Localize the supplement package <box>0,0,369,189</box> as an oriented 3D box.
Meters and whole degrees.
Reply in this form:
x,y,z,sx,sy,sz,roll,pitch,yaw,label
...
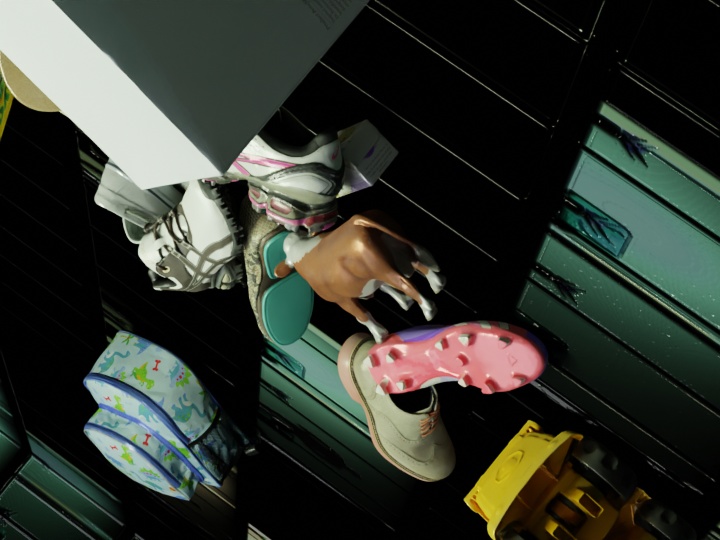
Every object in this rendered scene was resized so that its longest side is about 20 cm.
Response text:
x,y,z,sx,sy,sz,roll,pitch,yaw,label
-0.123,-0.192,1.266,0.191,0.200,0.147,46,159,-19,supplement package

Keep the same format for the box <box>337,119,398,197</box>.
x,y,z,sx,sy,sz,roll,pitch,yaw,label
-0.032,-0.083,1.586,0.039,0.041,0.200,44,161,-13,box

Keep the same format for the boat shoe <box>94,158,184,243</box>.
x,y,z,sx,sy,sz,roll,pitch,yaw,label
-0.204,-0.056,1.858,0.073,0.067,0.200,30,172,31,boat shoe

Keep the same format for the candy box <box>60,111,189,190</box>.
x,y,z,sx,sy,sz,roll,pitch,yaw,label
-0.218,-0.137,1.812,0.199,0.026,0.102,32,165,19,candy box

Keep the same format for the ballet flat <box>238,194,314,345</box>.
x,y,z,sx,sy,sz,roll,pitch,yaw,label
-0.085,-0.009,1.827,0.075,0.068,0.200,52,163,29,ballet flat

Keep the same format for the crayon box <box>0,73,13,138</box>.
x,y,z,sx,sy,sz,roll,pitch,yaw,label
-0.347,-0.186,1.673,0.058,0.201,0.173,9,155,7,crayon box

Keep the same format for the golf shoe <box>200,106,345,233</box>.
x,y,z,sx,sy,sz,roll,pitch,yaw,label
-0.093,-0.109,1.516,0.199,0.073,0.093,25,122,25,golf shoe

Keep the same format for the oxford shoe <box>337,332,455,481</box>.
x,y,z,sx,sy,sz,roll,pitch,yaw,label
0.049,0.146,1.906,0.074,0.071,0.200,12,148,46,oxford shoe

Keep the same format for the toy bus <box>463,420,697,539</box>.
x,y,z,sx,sy,sz,roll,pitch,yaw,label
0.195,0.237,1.784,0.200,0.136,0.192,42,174,-17,toy bus

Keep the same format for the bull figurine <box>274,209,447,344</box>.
x,y,z,sx,sy,sz,roll,pitch,yaw,label
0.000,0.000,1.678,0.121,0.065,0.200,39,162,-10,bull figurine

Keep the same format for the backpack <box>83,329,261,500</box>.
x,y,z,sx,sy,sz,roll,pitch,yaw,label
-0.257,0.185,2.418,0.182,0.147,0.200,16,148,42,backpack

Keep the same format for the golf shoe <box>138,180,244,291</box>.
x,y,z,sx,sy,sz,roll,pitch,yaw,label
-0.159,-0.029,1.778,0.200,0.094,0.078,96,157,-62,golf shoe

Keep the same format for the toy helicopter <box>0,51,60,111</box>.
x,y,z,sx,sy,sz,roll,pitch,yaw,label
-0.267,-0.224,1.557,0.131,0.079,0.201,-3,117,4,toy helicopter

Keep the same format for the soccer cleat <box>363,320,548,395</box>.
x,y,z,sx,sy,sz,roll,pitch,yaw,label
0.090,0.070,1.693,0.199,0.076,0.067,-11,109,43,soccer cleat
